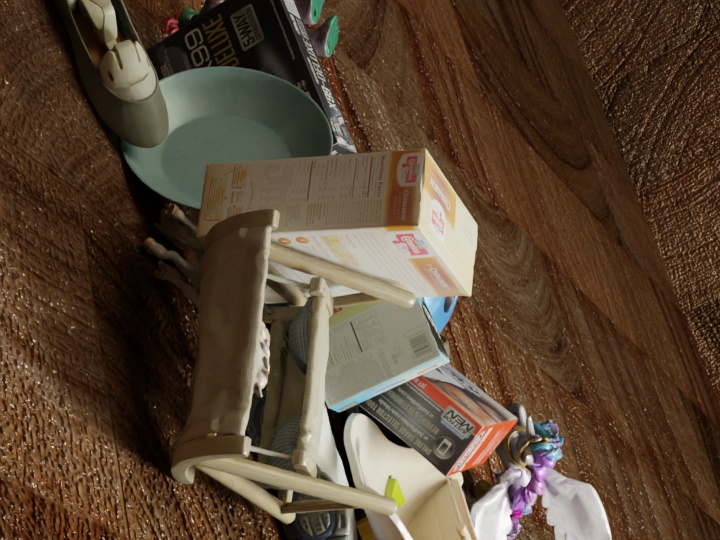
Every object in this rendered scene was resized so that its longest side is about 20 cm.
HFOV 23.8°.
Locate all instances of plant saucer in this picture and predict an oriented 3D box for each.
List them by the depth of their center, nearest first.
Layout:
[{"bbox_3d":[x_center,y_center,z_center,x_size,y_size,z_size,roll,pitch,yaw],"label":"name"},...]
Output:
[{"bbox_3d":[-0.126,-0.113,1.613,0.039,0.199,0.202,97,-12,-46],"label":"plant saucer"}]

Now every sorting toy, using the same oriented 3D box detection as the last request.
[{"bbox_3d":[0.037,0.225,1.567,0.181,0.106,0.201,60,8,-35],"label":"sorting toy"}]

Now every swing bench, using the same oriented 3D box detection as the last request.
[{"bbox_3d":[-0.068,0.085,1.405,0.199,0.129,0.201,29,60,-43],"label":"swing bench"}]

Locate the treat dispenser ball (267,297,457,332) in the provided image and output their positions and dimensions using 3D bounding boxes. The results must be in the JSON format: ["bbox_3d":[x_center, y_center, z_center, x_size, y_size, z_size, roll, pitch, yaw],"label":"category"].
[{"bbox_3d":[0.000,0.000,1.694,0.201,0.200,0.201,51,21,-29],"label":"treat dispenser ball"}]

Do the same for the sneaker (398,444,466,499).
[{"bbox_3d":[0.070,0.224,1.760,0.200,0.079,0.074,30,34,-60],"label":"sneaker"}]

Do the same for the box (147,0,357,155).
[{"bbox_3d":[-0.110,-0.170,1.710,0.050,0.157,0.201,20,45,-64],"label":"box"}]

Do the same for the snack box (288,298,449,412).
[{"bbox_3d":[-0.009,0.014,1.566,0.201,0.116,0.037,69,12,17],"label":"snack box"}]

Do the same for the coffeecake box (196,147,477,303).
[{"bbox_3d":[-0.017,-0.034,1.467,0.154,0.198,0.074,50,42,-59],"label":"coffeecake box"}]

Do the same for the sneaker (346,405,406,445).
[{"bbox_3d":[0.072,0.156,1.807,0.200,0.111,0.073,31,34,-58],"label":"sneaker"}]

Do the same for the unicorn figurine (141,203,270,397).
[{"bbox_3d":[-0.129,0.024,1.514,0.137,0.074,0.201,45,27,-32],"label":"unicorn figurine"}]

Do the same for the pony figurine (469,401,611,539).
[{"bbox_3d":[0.176,0.239,1.900,0.200,0.165,0.195,-151,-128,-75],"label":"pony figurine"}]

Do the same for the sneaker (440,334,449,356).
[{"bbox_3d":[0.059,0.098,1.931,0.200,0.070,0.076,-107,-159,-81],"label":"sneaker"}]

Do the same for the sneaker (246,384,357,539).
[{"bbox_3d":[-0.052,0.168,1.551,0.087,0.074,0.201,47,27,-68],"label":"sneaker"}]

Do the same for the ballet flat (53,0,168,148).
[{"bbox_3d":[-0.231,-0.207,1.571,0.201,0.067,0.064,63,-26,13],"label":"ballet flat"}]

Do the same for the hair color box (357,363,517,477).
[{"bbox_3d":[0.078,0.136,1.656,0.111,0.064,0.200,39,8,12],"label":"hair color box"}]

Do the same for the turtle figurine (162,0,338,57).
[{"bbox_3d":[-0.130,-0.272,1.817,0.150,0.198,0.102,28,71,-72],"label":"turtle figurine"}]
